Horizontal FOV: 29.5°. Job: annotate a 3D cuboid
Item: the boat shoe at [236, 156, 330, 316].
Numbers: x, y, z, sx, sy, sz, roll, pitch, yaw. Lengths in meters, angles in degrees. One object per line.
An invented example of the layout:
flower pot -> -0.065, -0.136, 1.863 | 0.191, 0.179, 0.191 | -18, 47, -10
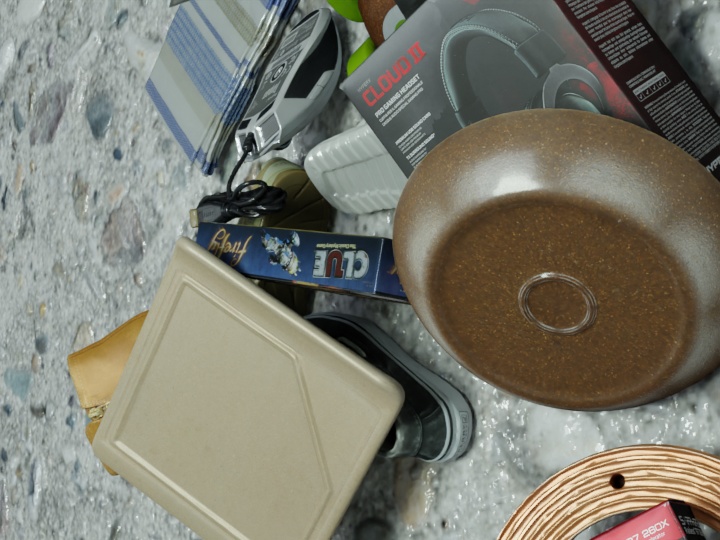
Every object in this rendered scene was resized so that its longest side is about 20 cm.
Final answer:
boat shoe -> -0.081, 0.014, 1.049 | 0.063, 0.073, 0.201 | 35, 112, 59

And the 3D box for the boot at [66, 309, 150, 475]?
boot -> -0.117, 0.123, 0.997 | 0.144, 0.071, 0.202 | -28, 90, 10

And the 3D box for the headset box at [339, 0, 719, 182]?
headset box -> 0.095, -0.091, 0.769 | 0.149, 0.077, 0.200 | -38, 88, 41

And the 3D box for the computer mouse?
computer mouse -> -0.056, -0.110, 1.007 | 0.110, 0.044, 0.201 | -22, 38, 56

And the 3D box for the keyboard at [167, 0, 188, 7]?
keyboard -> -0.055, -0.232, 0.947 | 0.011, 0.200, 0.056 | 40, 137, 21

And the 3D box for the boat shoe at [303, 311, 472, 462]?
boat shoe -> -0.008, 0.075, 0.946 | 0.200, 0.071, 0.072 | 22, 103, 50

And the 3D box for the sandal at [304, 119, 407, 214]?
sandal -> 0.033, -0.081, 0.927 | 0.202, 0.083, 0.050 | 2, 45, 51

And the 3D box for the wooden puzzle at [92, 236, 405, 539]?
wooden puzzle -> -0.078, 0.100, 0.912 | 0.185, 0.037, 0.200 | 34, 119, 16

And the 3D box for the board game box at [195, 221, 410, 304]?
board game box -> 0.000, 0.000, 0.893 | 0.200, 0.135, 0.035 | 7, 87, 52

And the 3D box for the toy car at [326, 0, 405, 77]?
toy car -> -0.010, -0.211, 0.880 | 0.164, 0.199, 0.158 | -41, 56, 41

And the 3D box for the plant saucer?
plant saucer -> 0.108, 0.009, 0.728 | 0.200, 0.200, 0.037 | -41, 14, 40

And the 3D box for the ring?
ring -> 0.155, 0.193, 0.721 | 0.200, 0.019, 0.201 | -7, 76, 27

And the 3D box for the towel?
towel -> -0.118, -0.197, 1.154 | 0.200, 0.024, 0.147 | -61, 42, 24

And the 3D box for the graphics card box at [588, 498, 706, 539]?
graphics card box -> 0.150, 0.230, 0.677 | 0.125, 0.051, 0.201 | -31, 67, 17
